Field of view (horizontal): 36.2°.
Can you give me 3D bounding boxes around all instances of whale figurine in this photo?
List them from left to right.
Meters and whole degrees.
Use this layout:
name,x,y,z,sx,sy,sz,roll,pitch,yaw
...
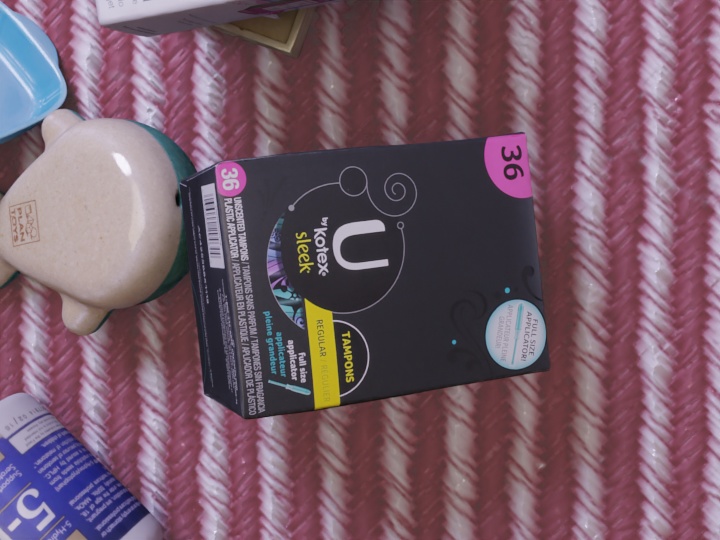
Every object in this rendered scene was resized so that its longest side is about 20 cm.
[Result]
name,x,y,z,sx,sy,sz,roll,pitch,yaw
whale figurine,-0.195,-0.034,0.789,0.199,0.104,0.160,-10,87,32

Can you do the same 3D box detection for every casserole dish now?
name,x,y,z,sx,sy,sz,roll,pitch,yaw
casserole dish,-0.297,-0.124,0.761,0.121,0.200,0.039,50,133,3

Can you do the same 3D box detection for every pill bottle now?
name,x,y,z,sx,sy,sz,roll,pitch,yaw
pill bottle,-0.211,0.196,0.781,0.200,0.120,0.120,43,98,3

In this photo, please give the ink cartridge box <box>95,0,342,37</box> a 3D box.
name,x,y,z,sx,sy,sz,roll,pitch,yaw
ink cartridge box,-0.060,-0.229,0.649,0.198,0.085,0.146,-8,96,10

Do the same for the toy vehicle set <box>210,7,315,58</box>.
name,x,y,z,sx,sy,sz,roll,pitch,yaw
toy vehicle set,-0.069,-0.267,0.780,0.124,0.027,0.201,22,96,6

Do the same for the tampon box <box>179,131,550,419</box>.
name,x,y,z,sx,sy,sz,roll,pitch,yaw
tampon box,0.000,0.000,0.700,0.199,0.126,0.151,-8,93,-18

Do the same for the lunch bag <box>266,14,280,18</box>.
name,x,y,z,sx,sy,sz,roll,pitch,yaw
lunch bag,-0.056,-0.277,0.722,0.175,0.082,0.201,-17,91,9
